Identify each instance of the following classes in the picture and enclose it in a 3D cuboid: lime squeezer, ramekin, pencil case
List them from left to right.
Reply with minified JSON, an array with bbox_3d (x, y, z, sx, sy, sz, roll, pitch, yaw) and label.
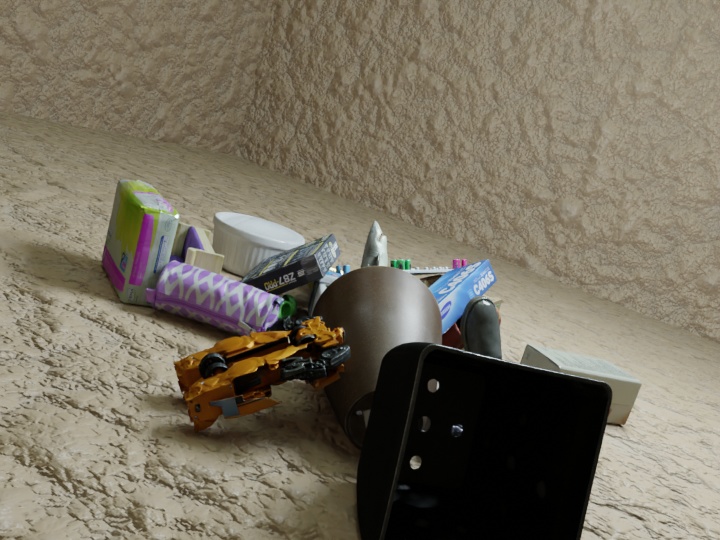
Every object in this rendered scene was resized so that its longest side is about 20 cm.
[{"bbox_3d":[-0.214,0.053,1.049,0.194,0.086,0.086,18,34,7],"label":"pencil case"},{"bbox_3d":[-0.222,-0.048,1.469,0.197,0.097,0.203,17,11,-4],"label":"ramekin"},{"bbox_3d":[-0.145,0.063,1.209,0.069,0.039,0.200,16,12,-7],"label":"lime squeezer"}]

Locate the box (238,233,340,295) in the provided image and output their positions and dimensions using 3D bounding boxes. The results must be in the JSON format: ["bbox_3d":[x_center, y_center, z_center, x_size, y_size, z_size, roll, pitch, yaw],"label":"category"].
[{"bbox_3d":[-0.128,-0.005,1.278,0.157,0.050,0.200,-22,10,11],"label":"box"}]

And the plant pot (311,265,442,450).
[{"bbox_3d":[0.025,0.126,0.870,0.182,0.191,0.201,15,26,-10],"label":"plant pot"}]

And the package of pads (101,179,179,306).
[{"bbox_3d":[-0.358,-0.053,1.118,0.067,0.159,0.199,9,13,-33],"label":"package of pads"}]

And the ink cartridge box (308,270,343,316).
[{"bbox_3d":[-0.017,0.074,1.230,0.141,0.086,0.200,16,11,-8],"label":"ink cartridge box"}]

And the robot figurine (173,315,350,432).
[{"bbox_3d":[-0.106,0.109,0.792,0.195,0.060,0.145,-15,24,-18],"label":"robot figurine"}]

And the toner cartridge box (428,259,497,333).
[{"bbox_3d":[0.140,0.049,1.155,0.094,0.044,0.199,-21,11,43],"label":"toner cartridge box"}]

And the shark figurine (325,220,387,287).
[{"bbox_3d":[-0.001,0.020,1.158,0.087,0.132,0.216,-5,25,15],"label":"shark figurine"}]

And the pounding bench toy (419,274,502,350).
[{"bbox_3d":[0.152,0.093,1.296,0.153,0.128,0.199,22,12,23],"label":"pounding bench toy"}]

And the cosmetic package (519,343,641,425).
[{"bbox_3d":[0.380,0.202,1.229,0.195,0.090,0.103,14,12,-25],"label":"cosmetic package"}]

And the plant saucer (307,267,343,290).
[{"bbox_3d":[-0.027,0.041,1.443,0.195,0.050,0.200,17,7,-20],"label":"plant saucer"}]

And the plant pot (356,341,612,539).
[{"bbox_3d":[0.092,0.174,0.680,0.194,0.206,0.177,13,0,-19],"label":"plant pot"}]

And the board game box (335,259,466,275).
[{"bbox_3d":[0.079,-0.003,1.360,0.196,0.027,0.197,-1,-3,-41],"label":"board game box"}]

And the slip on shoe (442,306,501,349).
[{"bbox_3d":[0.145,0.107,1.147,0.062,0.195,0.075,83,-19,-66],"label":"slip on shoe"}]

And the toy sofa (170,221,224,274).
[{"bbox_3d":[-0.309,-0.022,1.240,0.095,0.085,0.200,14,12,-23],"label":"toy sofa"}]

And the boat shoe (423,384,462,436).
[{"bbox_3d":[0.133,0.197,0.941,0.091,0.076,0.200,25,18,1],"label":"boat shoe"}]

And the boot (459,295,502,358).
[{"bbox_3d":[0.223,0.150,1.039,0.070,0.188,0.200,-11,16,-15],"label":"boot"}]
